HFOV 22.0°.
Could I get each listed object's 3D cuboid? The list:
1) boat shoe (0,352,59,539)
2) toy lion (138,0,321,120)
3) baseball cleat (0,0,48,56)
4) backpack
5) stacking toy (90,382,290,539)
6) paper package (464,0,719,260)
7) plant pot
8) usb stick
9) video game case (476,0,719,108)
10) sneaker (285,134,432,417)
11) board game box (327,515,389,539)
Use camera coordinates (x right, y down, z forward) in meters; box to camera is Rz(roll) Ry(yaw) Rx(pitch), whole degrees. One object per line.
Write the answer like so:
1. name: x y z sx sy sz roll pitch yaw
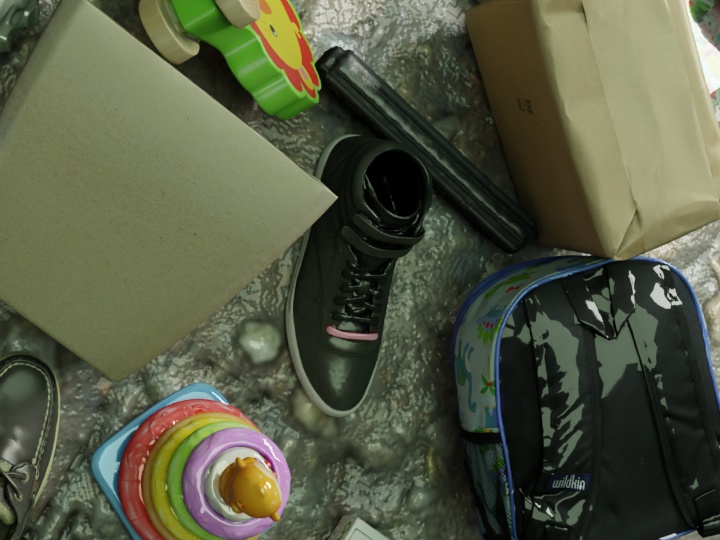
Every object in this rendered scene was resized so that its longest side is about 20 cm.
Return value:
1. boat shoe: -0.240 0.148 1.188 0.073 0.065 0.201 21 78 -15
2. toy lion: -0.093 -0.199 1.225 0.068 0.192 0.201 -27 77 15
3. baseball cleat: -0.231 -0.234 1.226 0.106 0.070 0.201 22 60 9
4. backpack: 0.149 0.090 1.288 0.182 0.147 0.202 -12 98 -19
5. stacking toy: -0.087 0.135 1.173 0.109 0.200 0.116 -34 96 -19
6. paper package: 0.162 -0.112 1.271 0.103 0.200 0.192 -17 97 -8
7. plant pot: -0.157 -0.049 1.175 0.200 0.200 0.177 38 92 -13
8. usb stick: 0.047 -0.085 1.319 0.200 0.055 0.033 42 90 -11
9. video game case: 0.208 -0.202 1.405 0.200 0.022 0.182 45 73 -11
10. sneaker: 0.000 0.000 1.271 0.070 0.099 0.202 8 83 -20
11. board game box: 0.036 0.280 1.291 0.200 0.035 0.127 37 74 -13
